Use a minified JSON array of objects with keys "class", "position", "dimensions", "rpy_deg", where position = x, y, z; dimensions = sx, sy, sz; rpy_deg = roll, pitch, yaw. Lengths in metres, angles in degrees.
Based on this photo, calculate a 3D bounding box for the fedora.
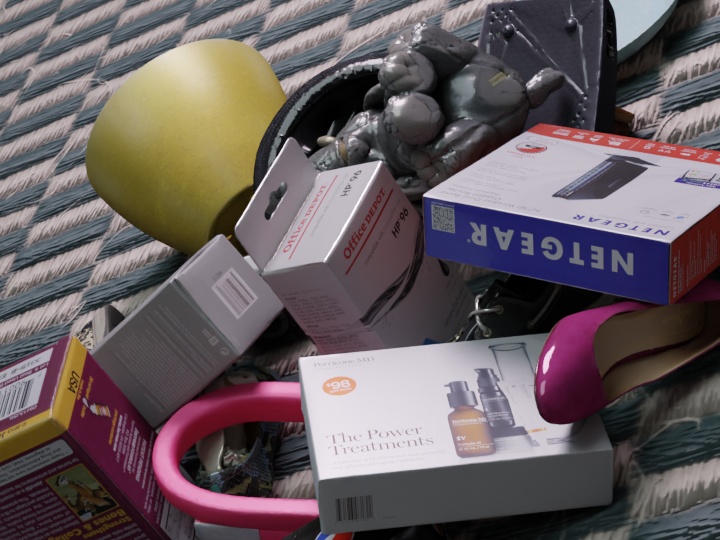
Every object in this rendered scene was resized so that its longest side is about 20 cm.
[{"class":"fedora","position":[0.010,-0.083,1.815],"dimensions":[0.200,0.092,0.201],"rpy_deg":[-5,69,15]}]

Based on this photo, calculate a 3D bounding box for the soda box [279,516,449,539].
[{"class":"soda box","position":[-0.033,0.225,1.482],"dimensions":[0.200,0.063,0.071],"rpy_deg":[-32,31,8]}]

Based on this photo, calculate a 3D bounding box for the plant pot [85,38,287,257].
[{"class":"plant pot","position":[-0.128,-0.088,1.931],"dimensions":[0.200,0.200,0.142],"rpy_deg":[-38,56,-3]}]

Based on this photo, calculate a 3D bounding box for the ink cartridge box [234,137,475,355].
[{"class":"ink cartridge box","position":[0.000,0.000,1.629],"dimensions":[0.068,0.200,0.116],"rpy_deg":[-10,39,38]}]

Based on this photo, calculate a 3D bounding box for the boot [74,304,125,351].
[{"class":"boot","position":[-0.266,0.128,1.857],"dimensions":[0.154,0.073,0.204],"rpy_deg":[-31,27,15]}]

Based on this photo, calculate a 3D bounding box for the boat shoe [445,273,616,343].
[{"class":"boat shoe","position":[0.102,0.039,1.590],"dimensions":[0.200,0.068,0.072],"rpy_deg":[-38,35,-13]}]

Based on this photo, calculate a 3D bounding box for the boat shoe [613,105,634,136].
[{"class":"boat shoe","position":[0.146,-0.125,1.799],"dimensions":[0.200,0.070,0.070],"rpy_deg":[20,97,46]}]

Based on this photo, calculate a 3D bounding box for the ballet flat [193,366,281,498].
[{"class":"ballet flat","position":[-0.101,0.123,1.693],"dimensions":[0.074,0.074,0.200],"rpy_deg":[-28,30,13]}]

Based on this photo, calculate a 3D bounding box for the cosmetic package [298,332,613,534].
[{"class":"cosmetic package","position":[0.063,0.110,1.475],"dimensions":[0.200,0.052,0.151],"rpy_deg":[-6,29,-5]}]

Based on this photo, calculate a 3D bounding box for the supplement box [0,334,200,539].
[{"class":"supplement box","position":[-0.218,0.167,1.616],"dimensions":[0.131,0.200,0.103],"rpy_deg":[-24,31,20]}]

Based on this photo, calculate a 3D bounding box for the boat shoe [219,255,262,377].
[{"class":"boat shoe","position":[-0.123,0.058,1.763],"dimensions":[0.071,0.064,0.200],"rpy_deg":[-10,-26,-44]}]

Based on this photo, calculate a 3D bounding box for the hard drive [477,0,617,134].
[{"class":"hard drive","position":[0.146,-0.120,1.716],"dimensions":[0.135,0.042,0.200],"rpy_deg":[0,80,43]}]

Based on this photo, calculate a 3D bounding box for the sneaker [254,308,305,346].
[{"class":"sneaker","position":[-0.106,0.023,1.842],"dimensions":[0.200,0.076,0.091],"rpy_deg":[-12,26,28]}]

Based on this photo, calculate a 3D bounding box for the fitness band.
[{"class":"fitness band","position":[-0.057,0.140,1.583],"dimensions":[0.200,0.037,0.144],"rpy_deg":[2,42,15]}]

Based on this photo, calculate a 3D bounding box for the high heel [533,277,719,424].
[{"class":"high heel","position":[0.192,0.050,1.437],"dimensions":[0.096,0.067,0.200],"rpy_deg":[-5,20,34]}]

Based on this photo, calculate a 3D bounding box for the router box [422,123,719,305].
[{"class":"router box","position":[0.176,-0.045,1.544],"dimensions":[0.200,0.049,0.179],"rpy_deg":[12,27,31]}]

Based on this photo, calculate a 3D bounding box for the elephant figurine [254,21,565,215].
[{"class":"elephant figurine","position":[0.035,-0.102,1.703],"dimensions":[0.200,0.155,0.142],"rpy_deg":[-46,14,55]}]

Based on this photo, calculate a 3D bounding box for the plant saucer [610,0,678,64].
[{"class":"plant saucer","position":[0.210,-0.222,1.892],"dimensions":[0.201,0.039,0.201],"rpy_deg":[-26,32,18]}]

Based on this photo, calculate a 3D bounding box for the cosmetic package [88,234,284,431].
[{"class":"cosmetic package","position":[-0.165,0.073,1.682],"dimensions":[0.200,0.090,0.107],"rpy_deg":[-38,6,27]}]
